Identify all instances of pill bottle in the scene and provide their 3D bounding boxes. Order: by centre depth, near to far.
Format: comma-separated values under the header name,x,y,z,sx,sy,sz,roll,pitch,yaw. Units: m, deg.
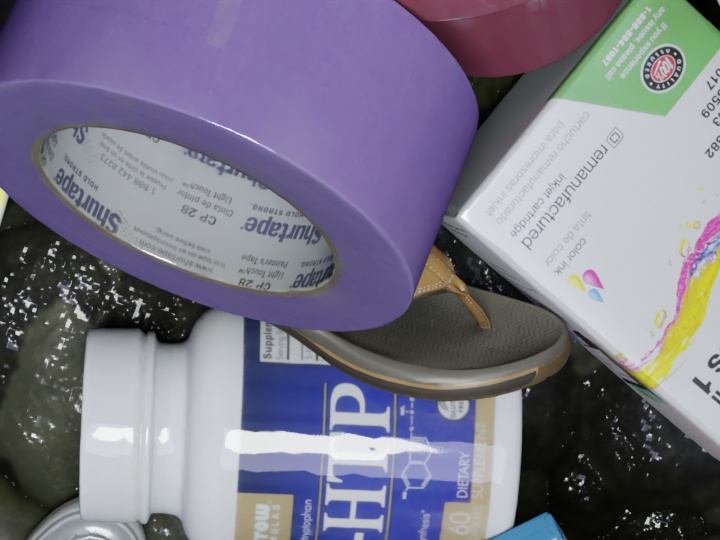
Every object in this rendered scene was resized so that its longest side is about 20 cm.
name,x,y,z,sx,sy,sz,roll,pitch,yaw
pill bottle,-0.030,0.076,1.250,0.199,0.120,0.120,2,106,-4

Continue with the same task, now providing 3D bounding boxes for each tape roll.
name,x,y,z,sx,sy,sz,roll,pitch,yaw
tape roll,-0.057,-0.059,1.103,0.199,0.200,0.085,26,68,-10

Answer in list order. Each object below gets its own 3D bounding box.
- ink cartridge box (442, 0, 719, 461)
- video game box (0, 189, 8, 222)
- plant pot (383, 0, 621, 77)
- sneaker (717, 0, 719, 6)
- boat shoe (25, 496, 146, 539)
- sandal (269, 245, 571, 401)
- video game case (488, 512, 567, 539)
name,x,y,z,sx,sy,sz,roll,pitch,yaw
ink cartridge box,0.152,-0.020,1.240,0.200,0.084,0.145,40,88,-13
video game box,-0.265,-0.009,1.248,0.181,0.047,0.201,17,105,-6
plant pot,0.044,-0.177,1.131,0.199,0.179,0.201,-4,68,11
sneaker,0.189,-0.105,1.147,0.071,0.098,0.201,-36,103,-8
boat shoe,-0.163,0.205,1.305,0.072,0.069,0.201,31,102,-12
sandal,0.000,0.000,1.205,0.199,0.082,0.055,25,129,16
video game case,0.057,0.198,1.287,0.143,0.018,0.200,-26,142,4
